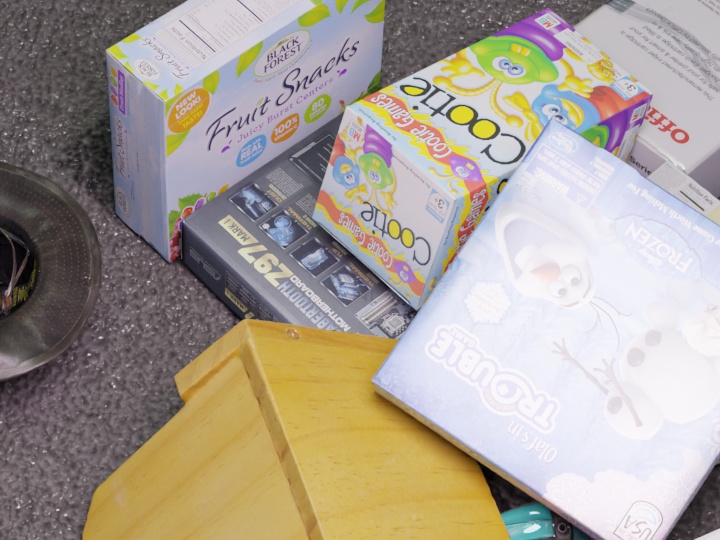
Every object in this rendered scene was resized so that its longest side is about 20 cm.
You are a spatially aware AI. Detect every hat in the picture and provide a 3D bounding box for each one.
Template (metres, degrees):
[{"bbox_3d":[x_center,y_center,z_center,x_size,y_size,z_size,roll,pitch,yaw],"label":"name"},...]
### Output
[{"bbox_3d":[-0.273,0.013,1.747,0.200,0.081,0.201,6,56,-9],"label":"hat"}]

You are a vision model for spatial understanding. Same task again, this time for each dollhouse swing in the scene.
[{"bbox_3d":[-0.043,0.165,1.633,0.181,0.176,0.200,9,40,-33],"label":"dollhouse swing"}]

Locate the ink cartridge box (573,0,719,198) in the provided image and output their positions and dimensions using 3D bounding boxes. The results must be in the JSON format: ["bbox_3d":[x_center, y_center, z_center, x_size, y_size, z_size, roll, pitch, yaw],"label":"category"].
[{"bbox_3d":[0.233,-0.136,1.891,0.200,0.083,0.147,-37,63,-28],"label":"ink cartridge box"}]

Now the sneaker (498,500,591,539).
[{"bbox_3d":[0.143,0.195,1.634,0.199,0.084,0.121,5,61,2],"label":"sneaker"}]

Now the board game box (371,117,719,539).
[{"bbox_3d":[0.143,0.044,1.611,0.200,0.043,0.199,33,84,9],"label":"board game box"}]

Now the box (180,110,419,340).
[{"bbox_3d":[0.000,0.000,1.791,0.158,0.051,0.200,-35,63,-27],"label":"box"}]

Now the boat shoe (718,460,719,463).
[{"bbox_3d":[0.255,0.091,1.730,0.200,0.072,0.066,-30,55,-34],"label":"boat shoe"}]

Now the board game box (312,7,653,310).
[{"bbox_3d":[0.082,-0.077,1.761,0.105,0.103,0.200,41,48,23],"label":"board game box"}]

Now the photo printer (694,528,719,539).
[{"bbox_3d":[0.284,0.232,1.575,0.166,0.069,0.200,-16,70,-41],"label":"photo printer"}]

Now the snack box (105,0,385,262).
[{"bbox_3d":[-0.076,-0.124,1.808,0.200,0.169,0.068,-36,61,-28],"label":"snack box"}]

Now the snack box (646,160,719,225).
[{"bbox_3d":[0.213,0.016,1.711,0.116,0.037,0.200,-39,39,-4],"label":"snack box"}]
